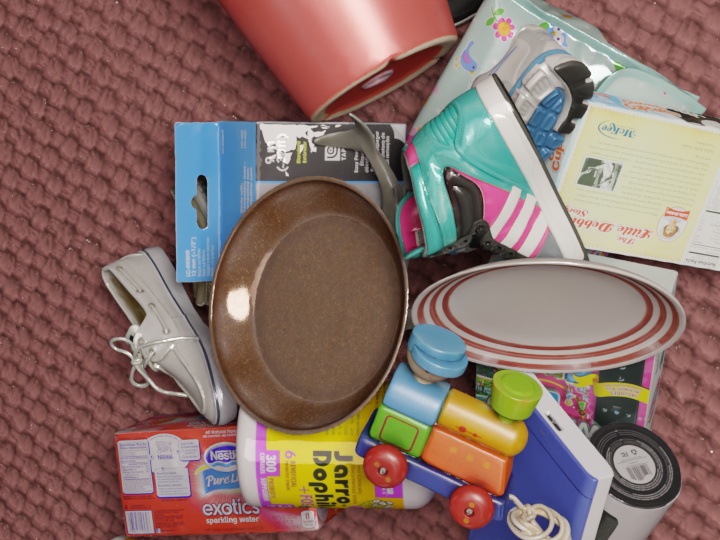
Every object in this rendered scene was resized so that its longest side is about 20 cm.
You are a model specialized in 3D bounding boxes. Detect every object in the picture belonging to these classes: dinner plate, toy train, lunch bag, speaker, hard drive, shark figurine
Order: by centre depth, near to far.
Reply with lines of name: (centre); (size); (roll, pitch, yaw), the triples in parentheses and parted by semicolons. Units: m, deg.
dinner plate: (0.136, 0.030, 0.956); (0.197, 0.200, 0.025); (-5, 62, 19)
toy train: (0.105, 0.126, 0.962); (0.198, 0.085, 0.117); (24, 118, 7)
hard drive: (0.139, 0.197, 1.059); (0.132, 0.025, 0.202); (-127, 36, -46)
lunch bag: (0.159, -0.117, 1.078); (0.199, 0.122, 0.171); (34, 106, 6)
speaker: (0.191, 0.214, 1.081); (0.081, 0.081, 0.201); (32, 138, 12)
shark figurine: (0.016, -0.016, 1.089); (0.126, 0.089, 0.217); (9, 99, -14)

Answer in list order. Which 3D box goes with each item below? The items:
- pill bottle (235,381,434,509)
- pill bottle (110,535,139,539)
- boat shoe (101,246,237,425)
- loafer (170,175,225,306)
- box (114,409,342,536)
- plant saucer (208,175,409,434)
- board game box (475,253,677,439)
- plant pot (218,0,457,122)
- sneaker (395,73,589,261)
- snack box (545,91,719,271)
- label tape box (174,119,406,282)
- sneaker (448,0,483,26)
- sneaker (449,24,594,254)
pill bottle: (0.002, 0.144, 1.085); (0.197, 0.104, 0.106); (-1, 97, 6)
pill bottle: (-0.166, 0.339, 1.242); (0.198, 0.116, 0.118); (20, 102, 15)
boat shoe: (-0.186, 0.064, 1.193); (0.203, 0.085, 0.075); (58, 149, 28)
loafer: (-0.132, 0.003, 1.211); (0.069, 0.075, 0.202); (-24, 89, 15)
box: (-0.117, 0.185, 1.217); (0.197, 0.095, 0.101); (-6, 94, 19)
plant saucer: (-0.036, 0.028, 1.037); (0.198, 0.036, 0.203); (-5, 81, 36)
board game box: (0.172, 0.082, 1.081); (0.146, 0.065, 0.202); (12, 131, 17)
plant pot: (-0.021, -0.233, 1.081); (0.199, 0.200, 0.179); (-28, 89, 19)
sneaker: (0.088, -0.033, 0.947); (0.120, 0.084, 0.201); (-27, 124, 9)
snack box: (0.237, -0.068, 1.034); (0.197, 0.037, 0.117); (9, 113, -21)
label tape box: (-0.061, -0.057, 1.143); (0.197, 0.066, 0.145); (-1, 98, -13)
sneaker: (0.109, -0.286, 1.077); (0.073, 0.112, 0.200); (47, 108, 8)
sneaker: (0.101, -0.100, 1.010); (0.201, 0.074, 0.087); (-54, 39, 29)
